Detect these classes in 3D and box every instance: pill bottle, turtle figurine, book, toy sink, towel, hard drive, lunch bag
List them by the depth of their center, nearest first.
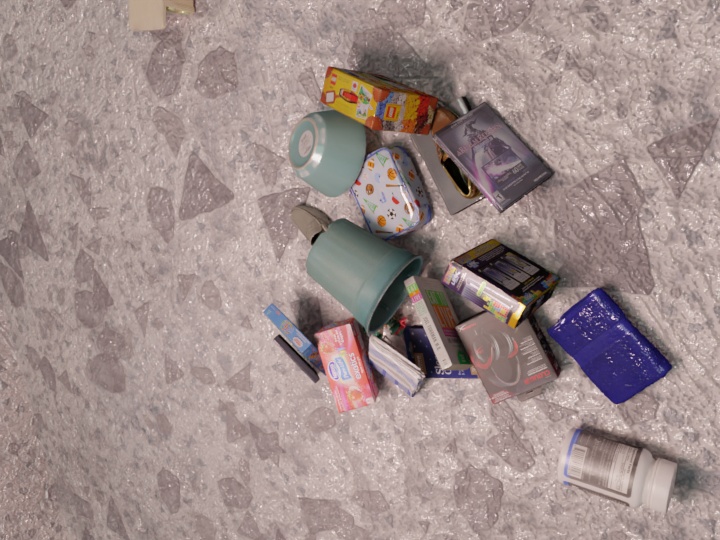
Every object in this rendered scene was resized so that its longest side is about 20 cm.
[{"bbox_3d":[0.476,0.145,1.236,0.200,0.049,0.148,51,131,12],"label":"towel"},{"bbox_3d":[0.495,0.387,1.243,0.199,0.114,0.115,12,109,31],"label":"pill bottle"},{"bbox_3d":[0.202,-0.234,1.329,0.139,0.033,0.201,-29,85,36],"label":"hard drive"},{"bbox_3d":[0.165,0.113,1.352,0.048,0.133,0.201,-31,69,22],"label":"book"},{"bbox_3d":[0.057,-0.169,1.421,0.160,0.075,0.201,-24,87,41],"label":"lunch bag"},{"bbox_3d":[0.075,0.222,1.458,0.146,0.024,0.200,36,161,13],"label":"towel"},{"bbox_3d":[0.032,0.109,1.500,0.200,0.101,0.150,43,166,3],"label":"turtle figurine"},{"bbox_3d":[-0.504,-0.710,1.640,0.130,0.112,0.202,10,103,32],"label":"toy sink"}]

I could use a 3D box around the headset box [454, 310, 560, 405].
[{"bbox_3d":[0.307,0.169,1.321,0.148,0.075,0.201,-27,86,23],"label":"headset box"}]

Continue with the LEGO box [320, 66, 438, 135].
[{"bbox_3d":[0.035,-0.345,1.304,0.200,0.148,0.078,40,123,46],"label":"LEGO box"}]

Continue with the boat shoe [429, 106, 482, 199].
[{"bbox_3d":[0.188,-0.237,1.274,0.072,0.068,0.201,-34,81,37],"label":"boat shoe"}]

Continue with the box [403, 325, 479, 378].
[{"bbox_3d":[0.182,0.183,1.455,0.199,0.032,0.122,-6,99,36],"label":"box"}]

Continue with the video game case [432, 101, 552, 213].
[{"bbox_3d":[0.254,-0.221,1.239,0.200,0.142,0.019,51,159,12],"label":"video game case"}]

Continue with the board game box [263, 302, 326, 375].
[{"bbox_3d":[-0.149,0.173,1.583,0.037,0.200,0.151,-45,63,-7],"label":"board game box"}]

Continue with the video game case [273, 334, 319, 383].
[{"bbox_3d":[-0.159,0.215,1.594,0.019,0.200,0.143,-44,91,-7],"label":"video game case"}]

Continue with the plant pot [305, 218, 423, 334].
[{"bbox_3d":[0.000,0.000,1.385,0.196,0.200,0.201,35,119,18],"label":"plant pot"}]

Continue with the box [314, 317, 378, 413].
[{"bbox_3d":[-0.031,0.225,1.553,0.094,0.103,0.202,-17,94,9],"label":"box"}]

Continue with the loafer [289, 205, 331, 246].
[{"bbox_3d":[-0.100,-0.092,1.551,0.200,0.070,0.070,36,120,21],"label":"loafer"}]

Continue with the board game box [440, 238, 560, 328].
[{"bbox_3d":[0.274,0.019,1.244,0.165,0.200,0.057,33,120,24],"label":"board game box"}]

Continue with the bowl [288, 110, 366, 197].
[{"bbox_3d":[-0.089,-0.271,1.431,0.200,0.104,0.203,-12,74,51],"label":"bowl"}]
